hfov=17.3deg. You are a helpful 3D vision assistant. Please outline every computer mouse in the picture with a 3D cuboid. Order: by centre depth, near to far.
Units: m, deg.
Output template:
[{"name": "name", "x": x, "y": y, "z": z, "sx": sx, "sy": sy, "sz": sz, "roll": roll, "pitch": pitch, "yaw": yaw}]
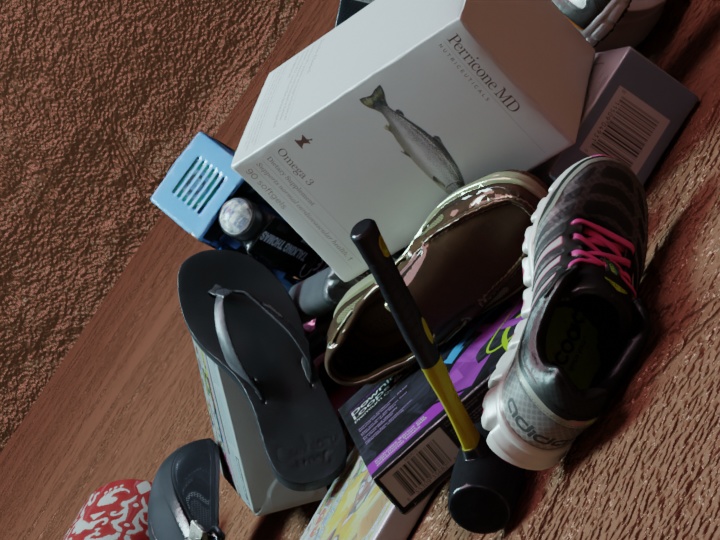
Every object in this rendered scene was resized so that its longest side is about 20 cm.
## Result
[{"name": "computer mouse", "x": -0.137, "y": 0.202, "z": 1.819, "sx": 0.200, "sy": 0.053, "sz": 0.139, "roll": -97, "pitch": 14, "yaw": -57}]

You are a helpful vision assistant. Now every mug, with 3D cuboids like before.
[{"name": "mug", "x": -0.220, "y": 0.283, "z": 1.961, "sx": 0.178, "sy": 0.133, "sz": 0.200, "roll": -49, "pitch": 10, "yaw": 27}]

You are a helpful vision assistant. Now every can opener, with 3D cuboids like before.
[{"name": "can opener", "x": 0.000, "y": 0.000, "z": 1.680, "sx": 0.200, "sy": 0.053, "sz": 0.067, "roll": 154, "pitch": 135, "yaw": -70}]

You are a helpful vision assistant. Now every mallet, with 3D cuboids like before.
[{"name": "mallet", "x": 0.044, "y": 0.051, "z": 1.334, "sx": 0.041, "sy": 0.201, "sz": 0.066, "roll": -15, "pitch": 22, "yaw": 23}]

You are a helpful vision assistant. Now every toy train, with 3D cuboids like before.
[{"name": "toy train", "x": -0.077, "y": -0.037, "z": 1.870, "sx": 0.087, "sy": 0.114, "sz": 0.200, "roll": -52, "pitch": -23, "yaw": 5}]

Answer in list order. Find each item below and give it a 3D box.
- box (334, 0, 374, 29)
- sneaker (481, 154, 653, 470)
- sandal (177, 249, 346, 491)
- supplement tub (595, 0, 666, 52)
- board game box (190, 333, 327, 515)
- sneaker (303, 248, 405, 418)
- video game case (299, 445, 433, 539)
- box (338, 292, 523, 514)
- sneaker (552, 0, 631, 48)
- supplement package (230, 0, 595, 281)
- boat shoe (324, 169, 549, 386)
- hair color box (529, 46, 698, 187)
[{"name": "box", "x": 0.001, "y": -0.153, "z": 1.835, "sx": 0.158, "sy": 0.051, "sz": 0.201, "roll": -53, "pitch": -24, "yaw": -83}, {"name": "sneaker", "x": 0.130, "y": 0.014, "z": 1.332, "sx": 0.087, "sy": 0.074, "sz": 0.200, "roll": -40, "pitch": 25, "yaw": 58}, {"name": "sandal", "x": -0.066, "y": 0.061, "z": 1.687, "sx": 0.076, "sy": 0.200, "sz": 0.043, "roll": -28, "pitch": -24, "yaw": -11}, {"name": "supplement tub", "x": 0.134, "y": -0.202, "z": 1.726, "sx": 0.200, "sy": 0.145, "sz": 0.145, "roll": -40, "pitch": 20, "yaw": 58}, {"name": "board game box", "x": -0.084, "y": 0.098, "z": 1.832, "sx": 0.064, "sy": 0.148, "sz": 0.200, "roll": -14, "pitch": 7, "yaw": -9}, {"name": "sneaker", "x": 0.006, "y": 0.034, "z": 1.841, "sx": 0.200, "sy": 0.079, "sz": 0.095, "roll": -61, "pitch": 16, "yaw": 20}, {"name": "video game case", "x": -0.009, "y": 0.182, "z": 1.590, "sx": 0.200, "sy": 0.023, "sz": 0.182, "roll": -60, "pitch": 11, "yaw": -11}, {"name": "box", "x": 0.057, "y": 0.073, "z": 1.490, "sx": 0.143, "sy": 0.036, "sz": 0.200, "roll": -41, "pitch": 10, "yaw": 0}, {"name": "sneaker", "x": 0.118, "y": -0.173, "z": 1.588, "sx": 0.200, "sy": 0.080, "sz": 0.074, "roll": -42, "pitch": 13, "yaw": 38}, {"name": "supplement package", "x": 0.035, "y": -0.105, "z": 1.525, "sx": 0.200, "sy": 0.117, "sz": 0.117, "roll": -32, "pitch": 24, "yaw": 32}, {"name": "boat shoe", "x": 0.048, "y": 0.015, "z": 1.483, "sx": 0.202, "sy": 0.075, "sz": 0.075, "roll": -44, "pitch": 8, "yaw": 42}, {"name": "hair color box", "x": 0.145, "y": -0.087, "z": 1.578, "sx": 0.099, "sy": 0.061, "sz": 0.200, "roll": -57, "pitch": 11, "yaw": -5}]
